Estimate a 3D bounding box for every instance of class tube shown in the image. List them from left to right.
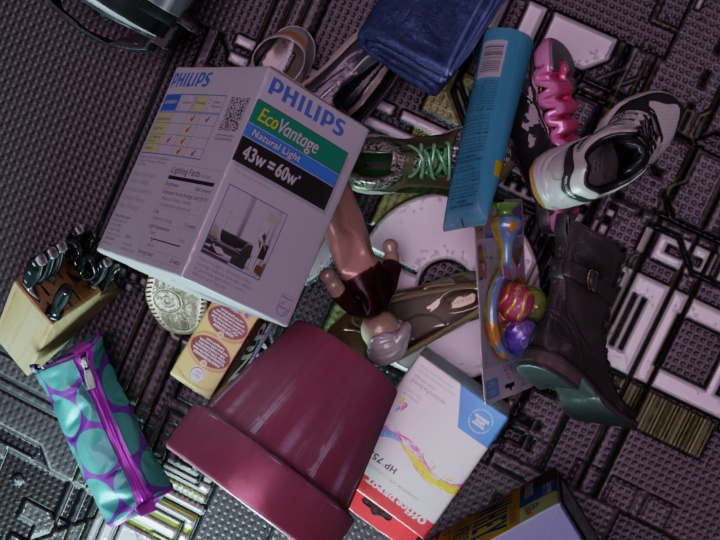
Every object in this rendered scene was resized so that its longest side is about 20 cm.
[{"bbox_3d":[0.123,-0.136,1.071,0.050,0.077,0.202,19,78,-19],"label":"tube"}]

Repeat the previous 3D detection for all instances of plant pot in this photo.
[{"bbox_3d":[-0.064,0.158,1.091,0.199,0.200,0.180,34,78,5],"label":"plant pot"}]

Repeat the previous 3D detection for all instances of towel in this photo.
[{"bbox_3d":[0.088,-0.284,1.112,0.111,0.049,0.201,31,75,7],"label":"towel"}]

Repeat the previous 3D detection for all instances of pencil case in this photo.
[{"bbox_3d":[-0.283,0.176,1.209,0.085,0.092,0.201,-26,91,-28],"label":"pencil case"}]

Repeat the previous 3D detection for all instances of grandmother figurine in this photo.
[{"bbox_3d":[0.000,0.000,1.111,0.060,0.121,0.201,-12,100,52],"label":"grandmother figurine"}]

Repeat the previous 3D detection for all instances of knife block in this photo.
[{"bbox_3d":[-0.336,0.035,1.165,0.200,0.176,0.064,-42,86,9],"label":"knife block"}]

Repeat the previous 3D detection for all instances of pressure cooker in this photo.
[{"bbox_3d":[-0.236,-0.331,1.131,0.176,0.178,0.201,40,100,35],"label":"pressure cooker"}]

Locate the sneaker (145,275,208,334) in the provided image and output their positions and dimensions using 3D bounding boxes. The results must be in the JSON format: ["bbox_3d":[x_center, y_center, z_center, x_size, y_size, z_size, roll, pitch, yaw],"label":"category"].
[{"bbox_3d":[-0.198,-0.036,1.201,0.069,0.109,0.201,-2,123,6],"label":"sneaker"}]

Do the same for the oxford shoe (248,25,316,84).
[{"bbox_3d":[-0.109,-0.171,1.179,0.075,0.058,0.201,27,99,4],"label":"oxford shoe"}]

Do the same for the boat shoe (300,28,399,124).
[{"bbox_3d":[-0.029,-0.167,1.150,0.200,0.063,0.073,-49,130,5],"label":"boat shoe"}]

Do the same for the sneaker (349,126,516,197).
[{"bbox_3d":[0.060,-0.108,1.130,0.198,0.089,0.078,-4,96,18],"label":"sneaker"}]

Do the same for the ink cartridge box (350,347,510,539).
[{"bbox_3d":[0.058,0.198,1.169,0.116,0.067,0.201,34,98,6],"label":"ink cartridge box"}]

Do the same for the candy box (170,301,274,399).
[{"bbox_3d":[-0.115,0.032,1.161,0.056,0.117,0.201,31,97,6],"label":"candy box"}]

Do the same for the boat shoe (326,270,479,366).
[{"bbox_3d":[0.048,0.055,1.164,0.199,0.063,0.074,-19,90,9],"label":"boat shoe"}]

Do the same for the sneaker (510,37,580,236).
[{"bbox_3d":[0.178,-0.134,1.139,0.095,0.079,0.202,-4,92,31],"label":"sneaker"}]

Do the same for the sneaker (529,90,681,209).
[{"bbox_3d":[0.261,-0.116,1.073,0.199,0.087,0.076,-35,106,-25],"label":"sneaker"}]

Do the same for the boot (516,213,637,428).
[{"bbox_3d":[0.242,0.055,1.119,0.069,0.200,0.175,0,61,45],"label":"boot"}]

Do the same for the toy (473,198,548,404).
[{"bbox_3d":[0.160,0.027,1.116,0.047,0.115,0.202,-6,91,35],"label":"toy"}]

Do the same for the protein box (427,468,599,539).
[{"bbox_3d":[0.170,0.351,1.127,0.198,0.135,0.201,-31,89,9],"label":"protein box"}]

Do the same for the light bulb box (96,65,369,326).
[{"bbox_3d":[-0.124,-0.075,1.035,0.124,0.198,0.201,28,82,-35],"label":"light bulb box"}]
